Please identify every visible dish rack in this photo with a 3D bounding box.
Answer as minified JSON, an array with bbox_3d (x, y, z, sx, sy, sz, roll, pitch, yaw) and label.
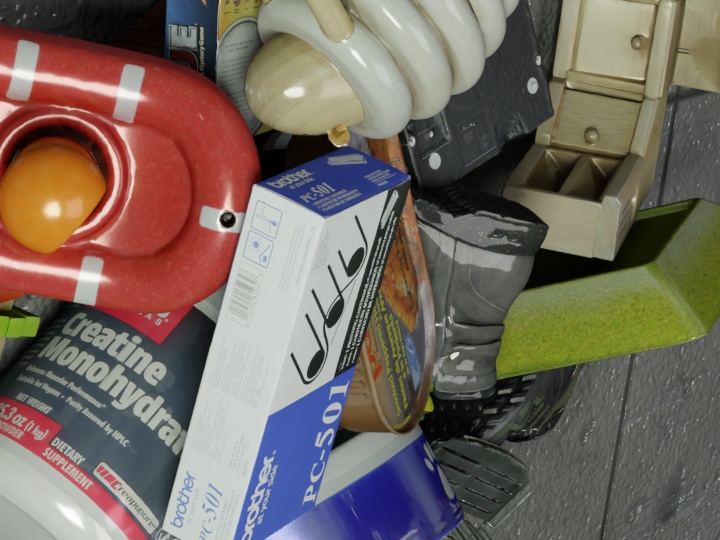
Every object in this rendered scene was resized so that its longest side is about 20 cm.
[{"bbox_3d":[0.036,0.201,1.566,0.200,0.055,0.153,-47,146,11],"label":"dish rack"}]

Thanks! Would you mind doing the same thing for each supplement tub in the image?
[{"bbox_3d":[-0.121,0.077,1.258,0.200,0.140,0.140,-50,142,-24],"label":"supplement tub"}]

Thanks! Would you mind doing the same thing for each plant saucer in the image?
[{"bbox_3d":[0.156,0.007,1.533,0.200,0.200,0.048,-43,117,-60],"label":"plant saucer"}]

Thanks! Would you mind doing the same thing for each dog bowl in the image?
[{"bbox_3d":[-0.041,0.161,1.361,0.200,0.200,0.079,-30,90,-42],"label":"dog bowl"}]

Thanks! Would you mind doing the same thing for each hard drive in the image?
[{"bbox_3d":[0.045,-0.161,1.401,0.140,0.038,0.200,-35,119,-39],"label":"hard drive"}]

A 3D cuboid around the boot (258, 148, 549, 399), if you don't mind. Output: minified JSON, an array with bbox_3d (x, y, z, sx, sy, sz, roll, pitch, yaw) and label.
[{"bbox_3d":[0.009,0.009,1.356,0.200,0.070,0.132,15,105,-17],"label":"boot"}]

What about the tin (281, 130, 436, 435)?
[{"bbox_3d":[0.000,0.000,1.257,0.112,0.042,0.200,-67,149,-55],"label":"tin"}]

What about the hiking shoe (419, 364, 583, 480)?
[{"bbox_3d":[0.110,0.099,1.642,0.200,0.076,0.101,-43,138,-30],"label":"hiking shoe"}]

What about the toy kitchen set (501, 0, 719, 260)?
[{"bbox_3d":[0.200,-0.125,1.512,0.180,0.163,0.200,-50,149,-65],"label":"toy kitchen set"}]

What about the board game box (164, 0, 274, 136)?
[{"bbox_3d":[-0.036,-0.150,1.237,0.200,0.035,0.136,-22,120,-57],"label":"board game box"}]

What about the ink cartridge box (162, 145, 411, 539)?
[{"bbox_3d":[-0.038,0.042,1.156,0.094,0.044,0.200,-27,138,-57],"label":"ink cartridge box"}]

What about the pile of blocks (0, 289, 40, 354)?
[{"bbox_3d":[-0.217,0.059,1.188,0.200,0.062,0.082,-60,145,-11],"label":"pile of blocks"}]

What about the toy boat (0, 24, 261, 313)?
[{"bbox_3d":[-0.146,-0.042,1.102,0.199,0.131,0.131,10,103,-9],"label":"toy boat"}]

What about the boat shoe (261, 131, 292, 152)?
[{"bbox_3d":[0.002,-0.023,1.432,0.200,0.065,0.074,36,59,-32],"label":"boat shoe"}]

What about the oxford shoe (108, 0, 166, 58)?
[{"bbox_3d":[-0.086,-0.117,1.262,0.200,0.070,0.075,-56,146,-17],"label":"oxford shoe"}]

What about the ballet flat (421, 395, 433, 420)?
[{"bbox_3d":[-0.006,0.054,1.470,0.200,0.067,0.067,16,93,-54],"label":"ballet flat"}]

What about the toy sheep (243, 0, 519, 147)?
[{"bbox_3d":[0.016,-0.145,1.161,0.200,0.138,0.138,-44,140,-14],"label":"toy sheep"}]
